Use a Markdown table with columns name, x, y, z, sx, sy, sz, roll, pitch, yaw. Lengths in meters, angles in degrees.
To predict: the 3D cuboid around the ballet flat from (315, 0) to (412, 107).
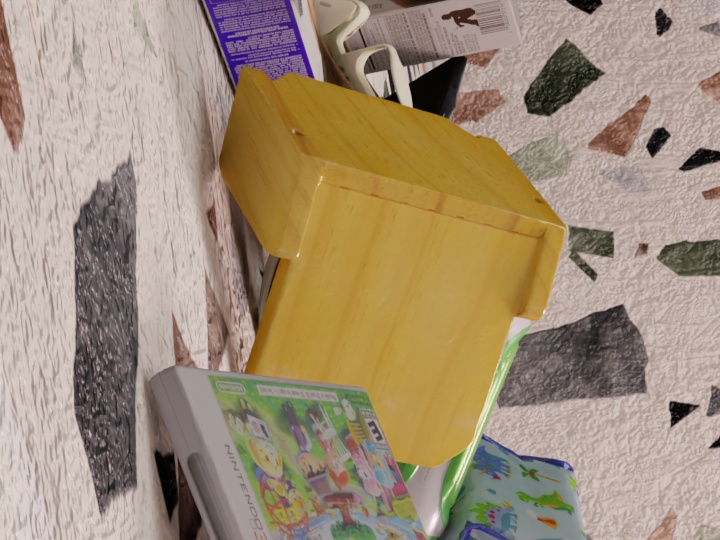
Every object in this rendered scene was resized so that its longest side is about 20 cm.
| name | x | y | z | sx | sy | sz | roll | pitch | yaw |
| --- | --- | --- | --- | --- | --- | --- | --- | --- | --- |
| ballet flat | -0.011 | -0.152 | 1.780 | 0.200 | 0.072 | 0.068 | 58 | 20 | 16 |

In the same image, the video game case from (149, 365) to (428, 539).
| name | x | y | z | sx | sy | sz | roll | pitch | yaw |
| --- | --- | --- | --- | --- | --- | --- | --- | --- | --- |
| video game case | -0.019 | 0.140 | 1.287 | 0.200 | 0.022 | 0.183 | 12 | 51 | -60 |

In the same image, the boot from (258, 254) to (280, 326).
| name | x | y | z | sx | sy | sz | roll | pitch | yaw |
| --- | --- | --- | --- | --- | --- | --- | --- | --- | --- |
| boot | -0.030 | 0.036 | 1.701 | 0.144 | 0.072 | 0.201 | -87 | 175 | -65 |

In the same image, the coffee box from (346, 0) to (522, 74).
| name | x | y | z | sx | sy | sz | roll | pitch | yaw |
| --- | --- | --- | --- | --- | --- | --- | --- | --- | --- |
| coffee box | 0.017 | -0.222 | 1.890 | 0.080 | 0.199 | 0.114 | 65 | 18 | -58 |

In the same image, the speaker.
| name | x | y | z | sx | sy | sz | roll | pitch | yaw |
| --- | --- | --- | --- | --- | --- | --- | --- | --- | --- |
| speaker | 0.053 | 0.095 | 1.728 | 0.088 | 0.088 | 0.201 | -12 | 124 | -84 |

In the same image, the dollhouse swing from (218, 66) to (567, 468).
| name | x | y | z | sx | sy | sz | roll | pitch | yaw |
| --- | --- | --- | --- | --- | --- | --- | --- | --- | --- |
| dollhouse swing | 0.000 | 0.000 | 1.590 | 0.176 | 0.199 | 0.182 | -65 | -149 | 21 |

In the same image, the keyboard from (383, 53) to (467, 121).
| name | x | y | z | sx | sy | sz | roll | pitch | yaw |
| --- | --- | --- | --- | --- | --- | --- | --- | --- | --- |
| keyboard | 0.023 | -0.095 | 1.949 | 0.200 | 0.040 | 0.104 | -28 | -146 | 53 |

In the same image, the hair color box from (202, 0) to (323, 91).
| name | x | y | z | sx | sy | sz | roll | pitch | yaw |
| --- | --- | --- | --- | --- | --- | --- | --- | --- | --- |
| hair color box | -0.074 | -0.206 | 1.661 | 0.200 | 0.064 | 0.110 | 74 | 8 | -60 |

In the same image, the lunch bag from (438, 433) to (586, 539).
| name | x | y | z | sx | sy | sz | roll | pitch | yaw |
| --- | --- | --- | --- | --- | --- | --- | --- | --- | --- |
| lunch bag | 0.082 | 0.246 | 1.818 | 0.170 | 0.127 | 0.201 | -86 | -163 | -68 |
